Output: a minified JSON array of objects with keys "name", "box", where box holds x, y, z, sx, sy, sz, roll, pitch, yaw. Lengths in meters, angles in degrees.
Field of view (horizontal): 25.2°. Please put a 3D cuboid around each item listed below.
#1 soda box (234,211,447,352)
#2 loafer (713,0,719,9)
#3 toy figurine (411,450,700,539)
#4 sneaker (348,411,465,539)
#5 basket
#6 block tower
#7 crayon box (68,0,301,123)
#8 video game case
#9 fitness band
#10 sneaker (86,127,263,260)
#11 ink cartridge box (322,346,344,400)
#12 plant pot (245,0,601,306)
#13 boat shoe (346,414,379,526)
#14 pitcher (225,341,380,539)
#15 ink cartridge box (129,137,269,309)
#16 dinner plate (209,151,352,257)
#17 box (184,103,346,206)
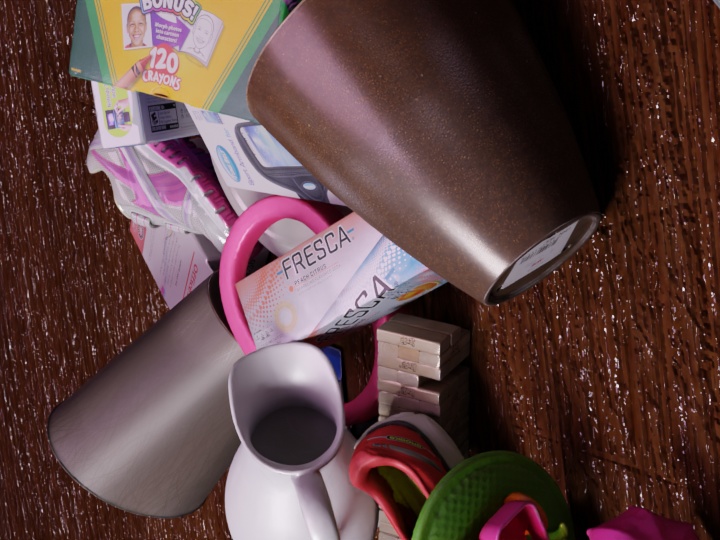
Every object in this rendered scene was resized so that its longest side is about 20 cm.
[{"name":"soda box","box":[0.000,0.000,1.191,0.200,0.063,0.069,-30,73,37]},{"name":"loafer","box":[0.225,-0.135,0.811,0.063,0.072,0.200,-37,74,39]},{"name":"toy figurine","box":[0.155,0.217,1.025,0.184,0.150,0.200,-1,122,52]},{"name":"sneaker","box":[0.066,0.194,1.152,0.200,0.085,0.077,44,126,9]},{"name":"basket","box":[-0.146,0.104,1.418,0.200,0.180,0.136,-45,49,25]},{"name":"block tower","box":[0.048,0.132,1.222,0.058,0.054,0.201,13,116,26]},{"name":"crayon box","box":[-0.117,-0.182,1.163,0.200,0.058,0.119,17,103,34]},{"name":"video game case","box":[-0.171,-0.204,1.381,0.045,0.200,0.182,-5,97,21]},{"name":"fitness band","box":[-0.039,0.031,1.285,0.200,0.037,0.144,53,125,23]},{"name":"sneaker","box":[-0.168,-0.072,1.457,0.200,0.081,0.088,45,117,15]},{"name":"ink cartridge box","box":[-0.045,0.162,1.445,0.099,0.039,0.201,14,112,60]},{"name":"plant pot","box":[0.058,-0.083,1.033,0.200,0.187,0.187,54,146,17]},{"name":"boat shoe","box":[0.005,0.151,1.320,0.073,0.063,0.200,60,146,35]},{"name":"pitcher","box":[-0.041,0.178,1.215,0.200,0.121,0.172,86,171,-51]},{"name":"ink cartridge box","box":[-0.149,-0.016,1.536,0.200,0.067,0.117,59,147,34]},{"name":"dinner plate","box":[-0.064,-0.084,1.330,0.200,0.024,0.201,26,131,34]},{"name":"box","box":[-0.065,-0.112,1.238,0.200,0.041,0.119,9,137,41]}]
